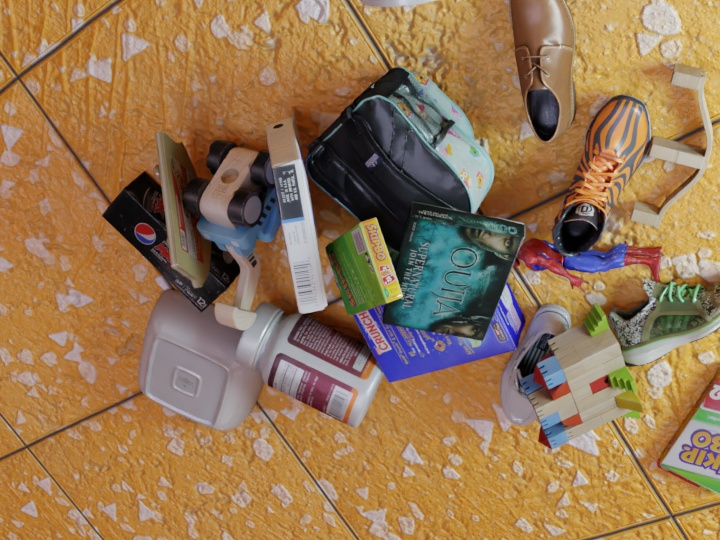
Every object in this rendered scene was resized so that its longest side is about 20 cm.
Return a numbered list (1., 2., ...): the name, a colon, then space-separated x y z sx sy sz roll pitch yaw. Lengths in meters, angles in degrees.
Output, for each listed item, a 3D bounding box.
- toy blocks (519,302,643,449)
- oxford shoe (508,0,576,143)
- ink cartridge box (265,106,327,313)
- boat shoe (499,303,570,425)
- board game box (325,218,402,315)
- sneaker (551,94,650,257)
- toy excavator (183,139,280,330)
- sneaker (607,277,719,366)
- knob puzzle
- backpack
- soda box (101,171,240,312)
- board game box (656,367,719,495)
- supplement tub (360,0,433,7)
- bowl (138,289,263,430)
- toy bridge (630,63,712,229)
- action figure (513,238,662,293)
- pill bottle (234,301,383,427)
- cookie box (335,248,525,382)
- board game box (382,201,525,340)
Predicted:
1. toy blocks: 0.269 0.147 1.376 0.136 0.100 0.201 -26 135 3
2. oxford shoe: 0.207 -0.241 1.228 0.071 0.071 0.202 -4 115 26
3. ink cartridge box: -0.081 -0.081 1.362 0.043 0.200 0.200 -10 117 0
4. boat shoe: 0.225 0.138 1.445 0.073 0.067 0.201 17 124 12
5. board game box: 0.000 0.000 1.326 0.200 0.030 0.096 155 97 -72
6. sneaker: 0.280 -0.098 1.256 0.077 0.112 0.201 20 124 9
7. toy excavator: -0.156 -0.043 1.448 0.099 0.195 0.200 14 152 28
8. sneaker: 0.385 0.043 1.327 0.199 0.077 0.089 -35 94 32
9. knob puzzle: -0.238 -0.073 1.442 0.030 0.220 0.221 -10 116 5
10. backpack: 0.059 -0.125 1.304 0.200 0.153 0.176 48 130 -3
11. soda box: -0.266 -0.041 1.541 0.200 0.063 0.071 45 124 -8
12. board game box: 0.473 0.215 1.418 0.095 0.030 0.201 26 127 7
13. supplement tub: 0.043 -0.398 1.155 0.144 0.145 0.202 2 120 21
14. bowl: -0.248 0.150 1.642 0.199 0.075 0.201 24 126 5
15. toy bridge: 0.369 -0.135 1.251 0.067 0.027 0.202 15 124 12
16. action figure: 0.269 -0.010 1.342 0.198 0.065 0.052 6 117 17
17. pill bottle: -0.070 0.130 1.531 0.199 0.114 0.115 26 125 6
18. cookie box: 0.093 0.041 1.437 0.199 0.075 0.172 -17 111 29
19. board game box: 0.108 0.006 1.295 0.134 0.028 0.201 10 139 -2
